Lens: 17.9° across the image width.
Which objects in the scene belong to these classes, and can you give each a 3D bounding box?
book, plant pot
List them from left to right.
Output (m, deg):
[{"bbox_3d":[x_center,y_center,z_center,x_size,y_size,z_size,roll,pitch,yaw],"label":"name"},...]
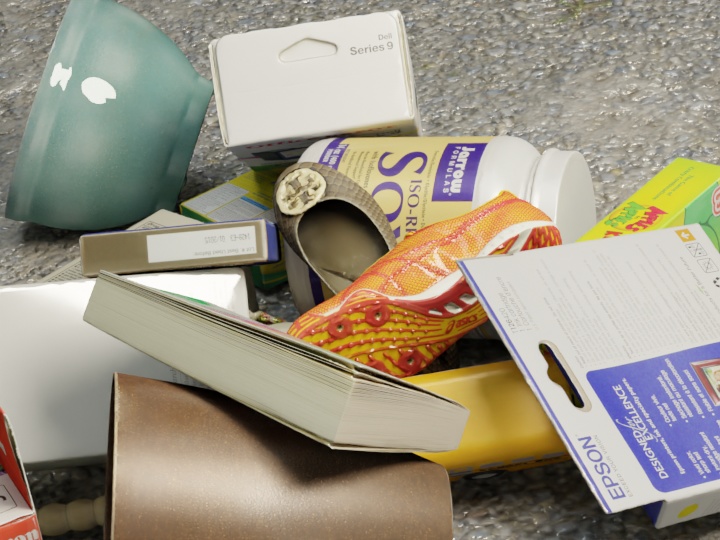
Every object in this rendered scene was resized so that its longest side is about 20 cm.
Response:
[{"bbox_3d":[-0.198,-0.118,1.874,0.134,0.201,0.201,18,30,-4],"label":"plant pot"},{"bbox_3d":[-0.050,0.157,1.343,0.199,0.188,0.187,2,28,-8],"label":"plant pot"},{"bbox_3d":[-0.050,0.057,1.357,0.199,0.048,0.133,21,2,34],"label":"book"}]

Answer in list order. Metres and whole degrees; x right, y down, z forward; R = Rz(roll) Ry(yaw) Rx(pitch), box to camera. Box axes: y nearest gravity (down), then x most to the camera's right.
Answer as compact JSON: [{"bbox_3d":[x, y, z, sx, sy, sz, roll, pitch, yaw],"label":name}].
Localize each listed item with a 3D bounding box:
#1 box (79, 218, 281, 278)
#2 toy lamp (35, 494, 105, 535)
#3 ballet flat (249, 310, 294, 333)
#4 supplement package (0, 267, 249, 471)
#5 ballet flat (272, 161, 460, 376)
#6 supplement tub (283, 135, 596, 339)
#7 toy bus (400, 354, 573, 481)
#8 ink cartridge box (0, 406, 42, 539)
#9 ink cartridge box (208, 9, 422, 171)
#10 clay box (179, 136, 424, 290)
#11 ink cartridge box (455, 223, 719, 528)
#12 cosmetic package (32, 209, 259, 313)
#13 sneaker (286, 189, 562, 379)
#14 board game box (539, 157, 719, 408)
[{"bbox_3d":[-0.117,-0.014,1.561,0.120,0.033,0.200,-5,1,2],"label":"box"},{"bbox_3d":[-0.186,0.159,1.483,0.199,0.058,0.058,-10,29,0],"label":"toy lamp"},{"bbox_3d":[-0.022,0.075,1.573,0.199,0.064,0.076,15,36,37],"label":"ballet flat"},{"bbox_3d":[-0.180,0.068,1.498,0.199,0.118,0.117,-5,-6,-19],"label":"supplement package"},{"bbox_3d":[0.000,0.000,1.545,0.067,0.046,0.200,-38,65,9],"label":"ballet flat"},{"bbox_3d":[0.059,-0.024,1.637,0.199,0.146,0.146,0,30,19],"label":"supplement tub"},{"bbox_3d":[0.037,0.104,1.464,0.199,0.065,0.078,-9,-12,1],"label":"toy bus"},{"bbox_3d":[-0.224,0.154,1.352,0.050,0.201,0.109,-20,30,-18],"label":"ink cartridge box"},{"bbox_3d":[-0.030,-0.134,1.739,0.144,0.088,0.200,-9,-5,2],"label":"ink cartridge box"},{"bbox_3d":[-0.031,-0.058,1.830,0.199,0.048,0.115,-26,31,-28],"label":"clay box"},{"bbox_3d":[0.177,0.064,1.418,0.199,0.047,0.198,-10,55,-30],"label":"ink cartridge box"},{"bbox_3d":[-0.179,0.045,1.652,0.200,0.088,0.103,-32,35,-32],"label":"cosmetic package"},{"bbox_3d":[0.036,0.014,1.483,0.199,0.073,0.077,-25,34,-18],"label":"sneaker"},{"bbox_3d":[0.189,0.013,1.574,0.047,0.102,0.200,15,38,37],"label":"board game box"}]
